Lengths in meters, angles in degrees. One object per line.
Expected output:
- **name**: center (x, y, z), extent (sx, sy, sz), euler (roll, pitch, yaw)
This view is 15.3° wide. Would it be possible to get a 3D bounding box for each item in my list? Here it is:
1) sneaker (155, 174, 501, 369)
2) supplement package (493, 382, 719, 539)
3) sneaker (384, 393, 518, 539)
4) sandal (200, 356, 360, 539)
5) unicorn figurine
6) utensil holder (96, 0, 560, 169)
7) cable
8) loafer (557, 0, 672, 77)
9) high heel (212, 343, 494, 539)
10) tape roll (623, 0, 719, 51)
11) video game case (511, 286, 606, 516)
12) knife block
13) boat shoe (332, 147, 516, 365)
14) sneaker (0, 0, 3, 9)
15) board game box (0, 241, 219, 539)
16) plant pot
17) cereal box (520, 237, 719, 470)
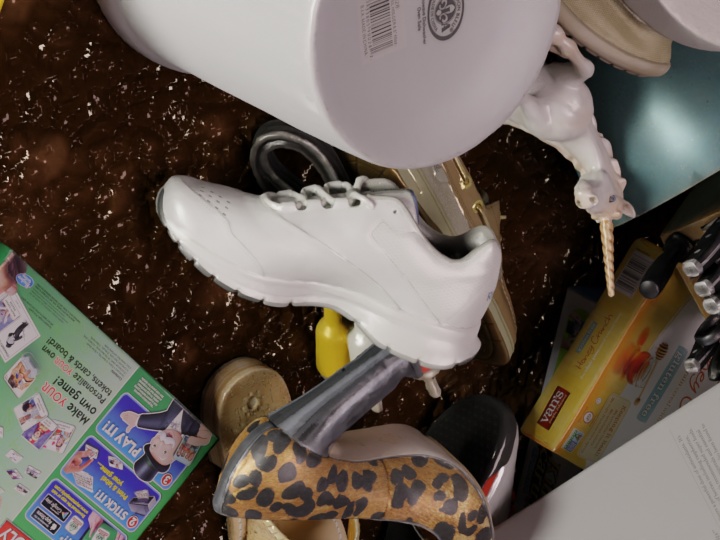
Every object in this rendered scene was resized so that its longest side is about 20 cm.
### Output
- **sneaker**: center (-0.015, -0.019, 1.482), extent (0.200, 0.075, 0.087), euler (19, 113, -12)
- **supplement package**: center (0.204, 0.166, 1.616), extent (0.200, 0.121, 0.120), euler (-34, 151, 17)
- **sneaker**: center (0.073, 0.172, 1.687), extent (0.108, 0.067, 0.202), euler (11, 106, -42)
- **sandal**: center (-0.035, 0.150, 1.586), extent (0.078, 0.070, 0.212), euler (-34, 128, -22)
- **unicorn figurine**: center (0.085, -0.097, 1.488), extent (0.074, 0.200, 0.137), euler (-43, 153, -3)
- **utensil holder**: center (-0.018, -0.156, 1.370), extent (0.170, 0.200, 0.170), euler (-17, 120, -33)
- **cable**: center (0.000, 0.000, 1.534), extent (0.050, 0.097, 0.200), euler (-71, 149, -42)
- **loafer**: center (0.106, -0.186, 1.457), extent (0.200, 0.076, 0.068), euler (43, 103, -11)
- **high heel**: center (-0.003, 0.145, 1.555), extent (0.143, 0.071, 0.200), euler (-36, 127, -16)
- **tape roll**: center (0.208, -0.217, 1.444), extent (0.203, 0.037, 0.203), euler (-4, 98, -30)
- **video game case**: center (0.200, 0.102, 1.769), extent (0.200, 0.045, 0.182), euler (0, 111, -39)
- **knife block**: center (0.226, -0.026, 1.630), extent (0.175, 0.064, 0.200), euler (27, 49, -47)
- **boat shoe**: center (0.053, -0.024, 1.573), extent (0.066, 0.074, 0.200), euler (-54, 139, -25)
- **sneaker**: center (-0.224, -0.081, 1.325), extent (0.073, 0.077, 0.200), euler (3, 110, -41)
- **board game box**: center (-0.180, 0.089, 1.470), extent (0.135, 0.029, 0.200), euler (-50, 132, -8)
- **plant pot**: center (0.193, -0.134, 1.578), extent (0.200, 0.200, 0.135), euler (-33, 91, -23)
- **cereal box**: center (0.206, 0.082, 1.706), extent (0.200, 0.040, 0.144), euler (30, 90, -42)
